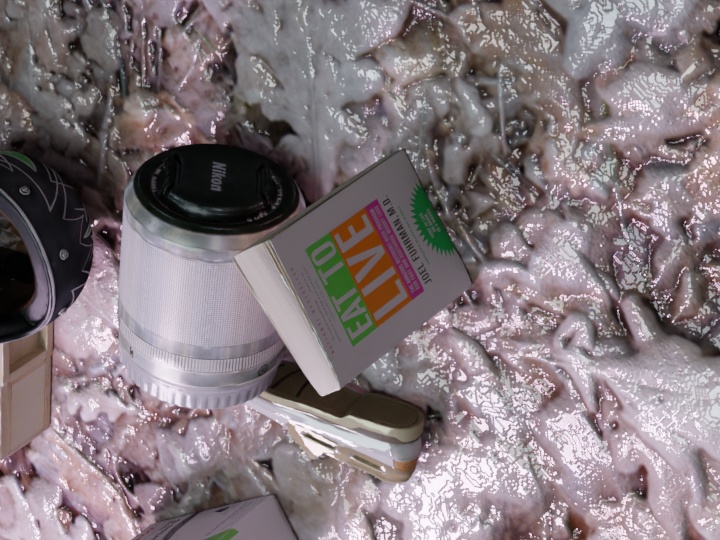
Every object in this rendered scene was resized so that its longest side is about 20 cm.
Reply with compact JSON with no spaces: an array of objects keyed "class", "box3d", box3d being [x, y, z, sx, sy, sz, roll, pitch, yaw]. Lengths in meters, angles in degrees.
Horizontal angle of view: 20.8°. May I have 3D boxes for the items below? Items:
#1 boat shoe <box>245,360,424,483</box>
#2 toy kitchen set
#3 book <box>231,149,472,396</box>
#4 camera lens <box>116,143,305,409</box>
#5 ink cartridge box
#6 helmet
[{"class":"boat shoe","box3d":[-0.036,0.140,1.807,0.199,0.075,0.069,20,119,28]},{"class":"toy kitchen set","box3d":[-0.448,0.088,2.041,0.199,0.163,0.182,25,127,25]},{"class":"book","box3d":[0.000,0.000,1.614,0.048,0.200,0.134,-23,99,43]},{"class":"camera lens","box3d":[-0.135,0.001,1.748,0.159,0.160,0.201,26,128,25]},{"class":"ink cartridge box","box3d":[-0.176,0.308,1.961,0.199,0.145,0.085,-19,101,42]},{"class":"helmet","box3d":[-0.353,-0.024,1.887,0.200,0.189,0.202,161,90,-80]}]
